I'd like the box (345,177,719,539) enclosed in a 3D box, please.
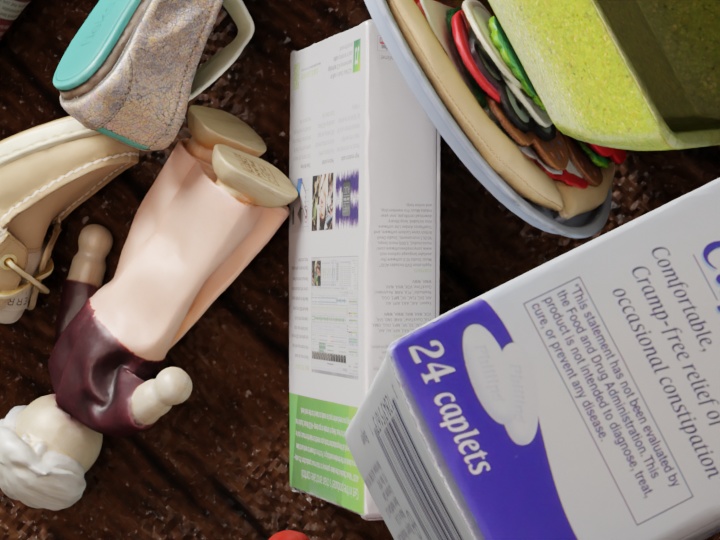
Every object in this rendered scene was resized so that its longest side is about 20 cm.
[{"bbox_3d":[0.109,0.046,0.893,0.200,0.184,0.105,-26,81,-10],"label":"box"}]

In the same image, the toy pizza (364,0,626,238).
[{"bbox_3d":[0.055,-0.106,0.997,0.032,0.200,0.200,-28,82,23],"label":"toy pizza"}]

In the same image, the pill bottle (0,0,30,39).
[{"bbox_3d":[-0.224,-0.117,1.127,0.110,0.110,0.200,41,100,13],"label":"pill bottle"}]

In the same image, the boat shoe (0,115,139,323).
[{"bbox_3d":[-0.174,-0.006,1.133,0.200,0.074,0.069,-30,79,24],"label":"boat shoe"}]

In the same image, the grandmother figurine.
[{"bbox_3d":[-0.104,0.028,1.113,0.060,0.121,0.200,26,110,-28],"label":"grandmother figurine"}]

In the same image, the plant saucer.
[{"bbox_3d":[0.091,-0.128,0.993,0.048,0.200,0.200,-31,81,24],"label":"plant saucer"}]

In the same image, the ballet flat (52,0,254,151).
[{"bbox_3d":[-0.068,-0.138,1.098,0.067,0.068,0.200,38,70,-27],"label":"ballet flat"}]

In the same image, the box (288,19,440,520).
[{"bbox_3d":[0.000,0.000,1.046,0.036,0.144,0.200,1,90,-14],"label":"box"}]

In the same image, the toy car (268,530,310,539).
[{"bbox_3d":[-0.032,0.182,0.974,0.200,0.175,0.150,33,62,15],"label":"toy car"}]
